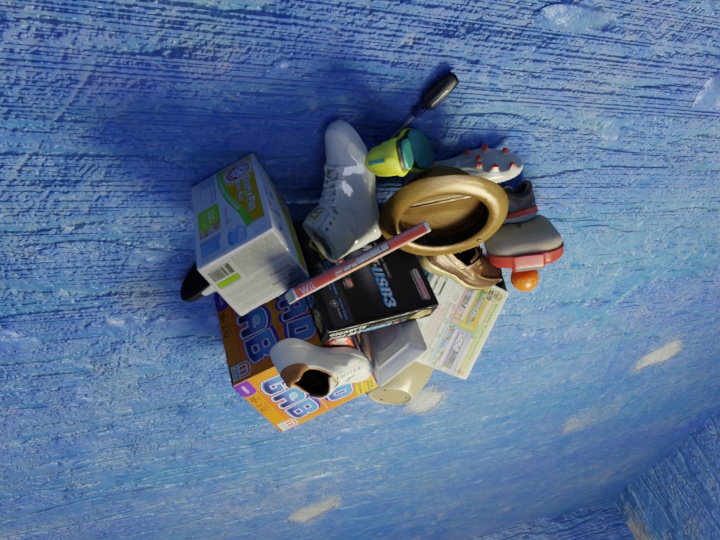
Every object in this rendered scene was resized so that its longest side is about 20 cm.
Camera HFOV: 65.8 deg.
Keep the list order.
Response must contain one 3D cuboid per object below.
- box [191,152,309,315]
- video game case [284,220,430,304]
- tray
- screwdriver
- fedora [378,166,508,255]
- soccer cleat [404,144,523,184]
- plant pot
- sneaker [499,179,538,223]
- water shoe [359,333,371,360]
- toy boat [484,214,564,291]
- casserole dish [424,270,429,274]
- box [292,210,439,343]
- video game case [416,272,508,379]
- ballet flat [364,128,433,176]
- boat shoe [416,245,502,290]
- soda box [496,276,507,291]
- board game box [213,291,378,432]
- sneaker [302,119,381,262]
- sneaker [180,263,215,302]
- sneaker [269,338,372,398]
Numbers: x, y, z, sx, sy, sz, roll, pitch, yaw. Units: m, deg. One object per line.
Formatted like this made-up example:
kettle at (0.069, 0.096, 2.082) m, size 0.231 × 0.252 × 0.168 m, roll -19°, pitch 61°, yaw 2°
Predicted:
box at (-0.158, -0.057, 0.778) m, size 0.112 × 0.200 × 0.101 m, roll -29°, pitch 132°, yaw 4°
video game case at (-0.010, -0.008, 0.773) m, size 0.200 × 0.017 × 0.143 m, roll -28°, pitch 180°, yaw -12°
tray at (0.042, 0.090, 0.947) m, size 0.022 × 0.200 × 0.107 m, roll 33°, pitch 115°, yaw -34°
screwdriver at (0.068, -0.223, 0.844) m, size 0.200 × 0.028 × 0.029 m, roll -40°, pitch 166°, yaw 21°
fedora at (0.126, -0.103, 0.871) m, size 0.200 × 0.082 × 0.201 m, roll -3°, pitch 143°, yaw -2°
soccer cleat at (0.172, -0.157, 0.936) m, size 0.199 × 0.069 × 0.078 m, roll -10°, pitch 144°, yaw -4°
plant pot at (0.066, 0.201, 1.163) m, size 0.199 × 0.135 × 0.201 m, roll 4°, pitch 148°, yaw 2°
sneaker at (0.222, -0.121, 1.008) m, size 0.199 × 0.077 × 0.082 m, roll -14°, pitch 111°, yaw -11°
water shoe at (0.038, 0.102, 1.045) m, size 0.079 × 0.200 × 0.072 m, roll -29°, pitch 125°, yaw 10°
toy boat at (0.298, -0.025, 1.025) m, size 0.130 × 0.200 × 0.131 m, roll -7°, pitch 108°, yaw 11°
casserole dish at (0.075, -0.022, 1.053) m, size 0.199 × 0.039 × 0.121 m, roll -28°, pitch 139°, yaw 4°
box at (0.000, 0.000, 0.901) m, size 0.198 × 0.201 × 0.050 m, roll -11°, pitch 154°, yaw -23°
video game case at (0.179, 0.099, 1.094) m, size 0.182 × 0.022 × 0.201 m, roll 24°, pitch 94°, yaw -25°
ballet flat at (0.055, -0.169, 0.817) m, size 0.067 × 0.200 × 0.067 m, roll -13°, pitch 100°, yaw 21°
boat shoe at (0.196, -0.016, 1.021) m, size 0.200 × 0.072 × 0.068 m, roll 17°, pitch 142°, yaw -33°
soda box at (0.201, 0.054, 1.168) m, size 0.199 × 0.071 × 0.063 m, roll -28°, pitch 141°, yaw 5°
board game box at (-0.115, 0.128, 1.000) m, size 0.199 × 0.200 × 0.200 m, roll -25°, pitch 140°, yaw 1°
sneaker at (-0.037, -0.109, 0.823) m, size 0.115 × 0.074 × 0.201 m, roll -34°, pitch 124°, yaw -30°
sneaker at (-0.205, 0.002, 0.921) m, size 0.200 × 0.074 × 0.089 m, roll -33°, pitch 137°, yaw 12°
sneaker at (-0.049, 0.164, 0.851) m, size 0.200 × 0.085 × 0.073 m, roll 17°, pitch 123°, yaw -44°
